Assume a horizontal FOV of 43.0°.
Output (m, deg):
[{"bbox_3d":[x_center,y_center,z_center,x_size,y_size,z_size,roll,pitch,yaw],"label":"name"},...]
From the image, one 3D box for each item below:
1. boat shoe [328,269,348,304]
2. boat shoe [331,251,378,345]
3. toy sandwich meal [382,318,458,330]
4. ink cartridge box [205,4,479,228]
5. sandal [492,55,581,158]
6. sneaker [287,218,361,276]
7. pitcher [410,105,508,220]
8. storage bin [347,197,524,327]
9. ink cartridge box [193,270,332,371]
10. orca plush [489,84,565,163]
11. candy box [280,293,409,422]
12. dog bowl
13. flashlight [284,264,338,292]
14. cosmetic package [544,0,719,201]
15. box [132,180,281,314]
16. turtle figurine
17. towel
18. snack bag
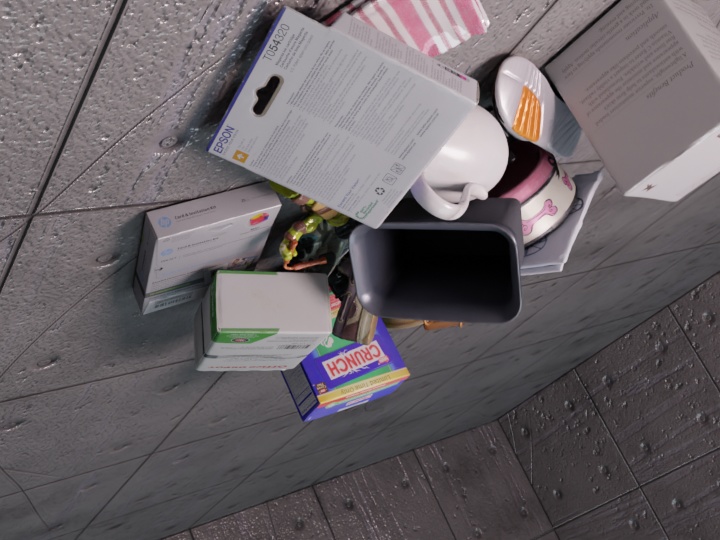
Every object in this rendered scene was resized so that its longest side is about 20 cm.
[{"bbox_3d":[0.025,-0.036,1.326,0.199,0.066,0.075,-46,-175,-9],"label":"boat shoe"},{"bbox_3d":[0.000,0.000,1.249,0.065,0.201,0.072,7,177,3],"label":"boat shoe"},{"bbox_3d":[0.114,0.047,1.509,0.205,0.205,0.070,-27,117,2],"label":"toy sandwich meal"},{"bbox_3d":[-0.021,-0.148,0.881,0.200,0.043,0.196,25,136,-16],"label":"ink cartridge box"},{"bbox_3d":[0.204,-0.193,1.127,0.207,0.059,0.079,27,84,-50],"label":"sandal"},{"bbox_3d":[-0.022,-0.071,1.200,0.200,0.078,0.086,-46,-176,26],"label":"sneaker"},{"bbox_3d":[0.096,-0.121,1.037,0.200,0.172,0.121,0,142,-51],"label":"pitcher"},{"bbox_3d":[0.108,-0.017,1.098,0.200,0.146,0.134,2,-153,23],"label":"storage bin"},{"bbox_3d":[-0.135,0.071,1.201,0.146,0.083,0.200,2,160,-19],"label":"ink cartridge box"},{"bbox_3d":[0.186,-0.166,1.189,0.200,0.071,0.105,-21,161,-14],"label":"orca plush"},{"bbox_3d":[-0.046,0.112,1.418,0.169,0.200,0.077,-14,158,-33],"label":"candy box"},{"bbox_3d":[0.181,-0.099,1.215,0.200,0.200,0.074,-28,117,6],"label":"dog bowl"},{"bbox_3d":[-0.039,0.007,1.370,0.200,0.068,0.068,-22,120,-22],"label":"flashlight"},{"bbox_3d":[0.367,-0.211,1.108,0.165,0.200,0.165,-2,150,-50],"label":"cosmetic package"},{"bbox_3d":[-0.193,-0.024,1.119,0.156,0.041,0.200,-18,161,-25],"label":"box"},{"bbox_3d":[-0.038,-0.096,1.078,0.200,0.064,0.161,-39,152,-1],"label":"turtle figurine"},{"bbox_3d":[0.022,-0.223,0.895,0.200,0.030,0.146,-31,160,14],"label":"towel"},{"bbox_3d":[0.213,-0.057,1.215,0.188,0.021,0.200,-9,-146,38],"label":"snack bag"}]
